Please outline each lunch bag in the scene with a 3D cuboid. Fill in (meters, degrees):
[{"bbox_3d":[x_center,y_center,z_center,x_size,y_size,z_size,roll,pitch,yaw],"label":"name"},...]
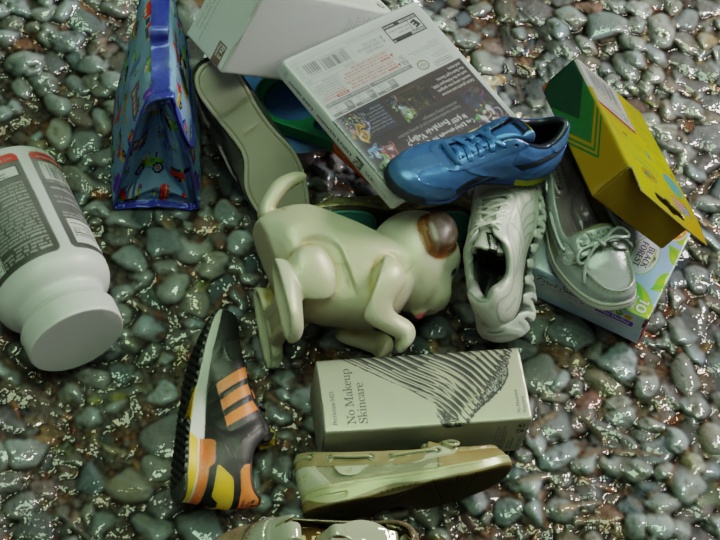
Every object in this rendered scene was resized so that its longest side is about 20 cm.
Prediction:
[{"bbox_3d":[-0.206,-0.179,1.618,0.093,0.200,0.151,0,57,-6],"label":"lunch bag"}]

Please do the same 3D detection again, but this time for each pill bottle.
[{"bbox_3d":[-0.309,-0.011,1.546,0.115,0.116,0.201,-20,61,-19],"label":"pill bottle"}]

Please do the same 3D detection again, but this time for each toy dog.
[{"bbox_3d":[0.000,0.000,1.564,0.199,0.140,0.195,-6,65,-17],"label":"toy dog"}]

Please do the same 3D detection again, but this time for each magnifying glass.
[{"bbox_3d":[-0.034,-0.143,1.667,0.079,0.022,0.200,-33,57,-24],"label":"magnifying glass"}]

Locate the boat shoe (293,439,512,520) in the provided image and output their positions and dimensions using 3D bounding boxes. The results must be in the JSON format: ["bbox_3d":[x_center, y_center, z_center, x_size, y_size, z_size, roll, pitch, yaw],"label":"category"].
[{"bbox_3d":[0.040,0.182,1.488,0.199,0.073,0.063,-11,63,-5],"label":"boat shoe"}]

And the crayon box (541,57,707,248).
[{"bbox_3d":[0.262,-0.107,1.610,0.127,0.051,0.201,32,28,-39],"label":"crayon box"}]

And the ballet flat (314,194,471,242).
[{"bbox_3d":[0.017,-0.052,1.649,0.198,0.071,0.071,-5,57,-9],"label":"ballet flat"}]

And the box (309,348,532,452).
[{"bbox_3d":[0.056,0.128,1.525,0.198,0.069,0.083,-4,59,-10],"label":"box"}]

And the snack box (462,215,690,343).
[{"bbox_3d":[0.225,-0.030,1.659,0.199,0.053,0.143,26,58,11],"label":"snack box"}]

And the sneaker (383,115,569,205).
[{"bbox_3d":[0.113,-0.115,1.536,0.199,0.079,0.066,-11,59,-31],"label":"sneaker"}]

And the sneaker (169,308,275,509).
[{"bbox_3d":[-0.121,0.133,1.510,0.089,0.070,0.201,16,55,-14],"label":"sneaker"}]

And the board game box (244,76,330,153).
[{"bbox_3d":[-0.069,-0.189,1.741,0.157,0.039,0.201,-13,53,-10],"label":"board game box"}]

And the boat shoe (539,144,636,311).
[{"bbox_3d":[0.219,-0.051,1.600,0.074,0.065,0.203,-10,57,-12],"label":"boat shoe"}]

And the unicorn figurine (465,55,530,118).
[{"bbox_3d":[0.112,-0.149,1.720,0.137,0.074,0.200,-16,40,-20],"label":"unicorn figurine"}]

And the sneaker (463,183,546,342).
[{"bbox_3d":[0.135,-0.035,1.569,0.075,0.081,0.201,-11,59,24],"label":"sneaker"}]

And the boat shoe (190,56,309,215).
[{"bbox_3d":[-0.111,-0.129,1.648,0.067,0.057,0.201,-30,103,-7],"label":"boat shoe"}]

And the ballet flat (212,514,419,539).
[{"bbox_3d":[-0.041,0.244,1.438,0.198,0.067,0.068,-2,57,-8],"label":"ballet flat"}]

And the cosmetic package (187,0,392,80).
[{"bbox_3d":[-0.069,-0.251,1.639,0.199,0.102,0.074,3,37,-50],"label":"cosmetic package"}]

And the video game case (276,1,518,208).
[{"bbox_3d":[0.043,-0.169,1.606,0.200,0.023,0.182,-30,74,-38],"label":"video game case"}]
